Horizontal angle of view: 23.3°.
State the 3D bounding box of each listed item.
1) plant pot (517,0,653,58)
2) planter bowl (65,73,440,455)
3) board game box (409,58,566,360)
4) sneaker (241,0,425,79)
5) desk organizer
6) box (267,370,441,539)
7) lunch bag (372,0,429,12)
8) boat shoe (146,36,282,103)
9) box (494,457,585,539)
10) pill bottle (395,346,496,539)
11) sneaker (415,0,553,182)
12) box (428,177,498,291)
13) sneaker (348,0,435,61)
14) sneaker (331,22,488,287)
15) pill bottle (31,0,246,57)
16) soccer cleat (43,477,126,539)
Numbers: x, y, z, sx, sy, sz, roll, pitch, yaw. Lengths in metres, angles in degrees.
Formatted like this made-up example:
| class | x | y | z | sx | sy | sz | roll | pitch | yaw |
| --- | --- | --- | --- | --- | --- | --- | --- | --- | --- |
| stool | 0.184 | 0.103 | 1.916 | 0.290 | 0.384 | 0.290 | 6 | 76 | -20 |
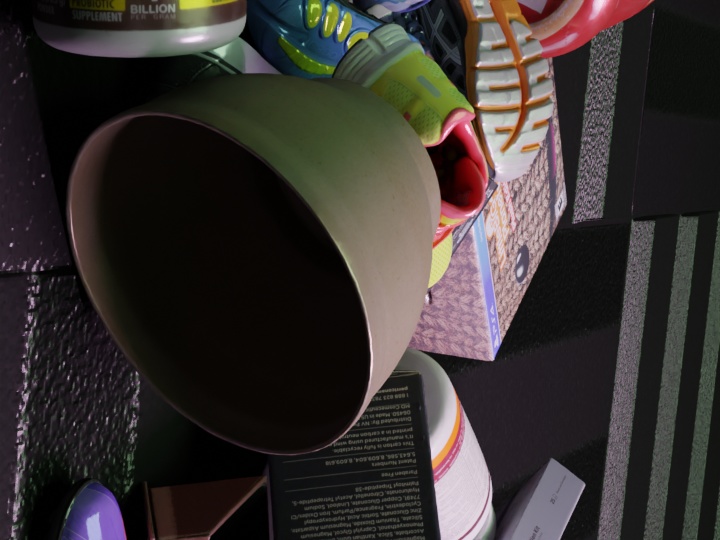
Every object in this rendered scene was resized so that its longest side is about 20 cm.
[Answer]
| class | x | y | z | sx | sy | sz | roll | pitch | yaw |
| --- | --- | --- | --- | --- | --- | --- | --- | --- | --- |
| plant pot | 0.151 | -0.274 | 1.338 | 0.182 | 0.198 | 0.203 | -41 | 134 | -51 |
| planter bowl | -0.040 | -0.022 | 0.934 | 0.135 | 0.199 | 0.202 | -41 | 135 | -43 |
| board game box | 0.083 | -0.060 | 1.370 | 0.201 | 0.096 | 0.161 | -60 | 148 | -43 |
| sneaker | -0.022 | -0.147 | 1.107 | 0.071 | 0.083 | 0.199 | -52 | 152 | 9 |
| desk organizer | -0.086 | 0.230 | 1.056 | 0.072 | 0.076 | 0.202 | -118 | -155 | -67 |
| box | 0.001 | 0.186 | 1.104 | 0.148 | 0.103 | 0.202 | 84 | 0 | -62 |
| lunch bag | 0.045 | -0.264 | 1.113 | 0.082 | 0.200 | 0.163 | 18 | 76 | -22 |
| boat shoe | -0.065 | -0.084 | 1.044 | 0.199 | 0.073 | 0.069 | 36 | 69 | -66 |
| box | 0.095 | 0.263 | 1.435 | 0.200 | 0.041 | 0.156 | -54 | 180 | 41 |
| pill bottle | 0.039 | 0.152 | 1.319 | 0.201 | 0.108 | 0.110 | 65 | 39 | -52 |
| sneaker | 0.080 | -0.161 | 1.267 | 0.078 | 0.077 | 0.202 | -7 | 83 | -41 |
| box | 0.000 | 0.000 | 1.158 | 0.201 | 0.049 | 0.161 | -56 | 159 | 6 |
| sneaker | 0.030 | -0.154 | 1.230 | 0.075 | 0.084 | 0.203 | 1 | 96 | -67 |
| sneaker | 0.034 | -0.044 | 1.013 | 0.078 | 0.090 | 0.201 | -41 | 148 | -20 |
| pill bottle | -0.110 | -0.211 | 0.850 | 0.109 | 0.108 | 0.202 | -32 | 126 | -61 |
| soccer cleat | -0.132 | 0.210 | 0.979 | 0.068 | 0.072 | 0.202 | -40 | 133 | -57 |
